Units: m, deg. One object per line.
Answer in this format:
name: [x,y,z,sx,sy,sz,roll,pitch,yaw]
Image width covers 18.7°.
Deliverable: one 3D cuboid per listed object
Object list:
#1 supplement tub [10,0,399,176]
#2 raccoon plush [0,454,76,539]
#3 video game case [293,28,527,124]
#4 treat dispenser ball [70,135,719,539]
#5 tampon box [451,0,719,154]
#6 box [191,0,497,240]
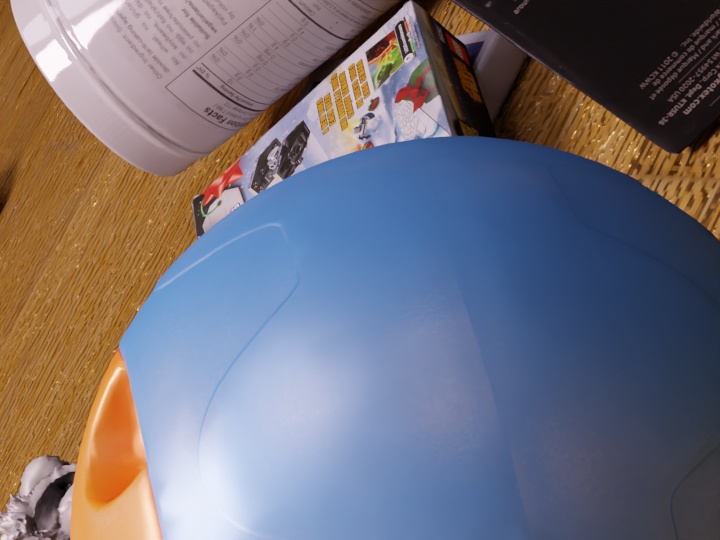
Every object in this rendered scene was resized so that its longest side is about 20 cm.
supplement tub: [-0.054,-0.153,1.044,0.200,0.132,0.132,-37,29,18]
raccoon plush: [-0.153,0.169,0.945,0.200,0.097,0.134,-47,18,25]
video game case: [-0.018,-0.012,0.975,0.201,0.022,0.182,-63,23,-12]
treat dispenser ball: [0.025,0.066,0.564,0.201,0.200,0.201,-44,27,29]
tampon box: [0.106,-0.174,0.792,0.150,0.126,0.200,-45,26,28]
box: [0.000,0.000,0.857,0.137,0.040,0.200,-40,35,21]
